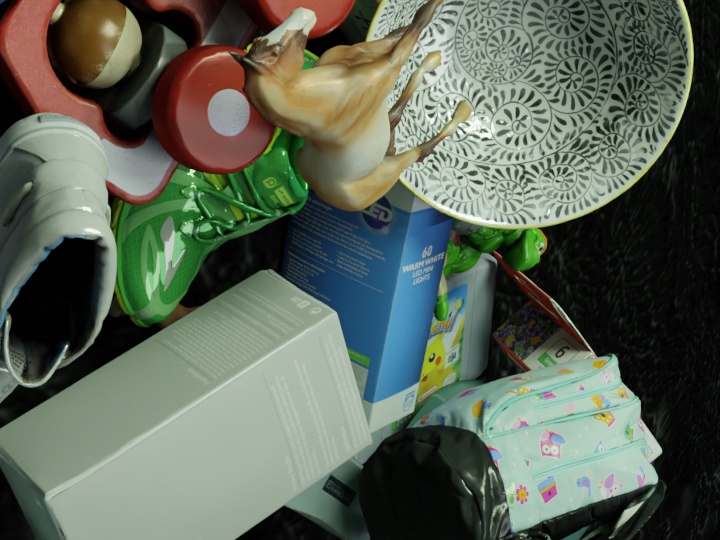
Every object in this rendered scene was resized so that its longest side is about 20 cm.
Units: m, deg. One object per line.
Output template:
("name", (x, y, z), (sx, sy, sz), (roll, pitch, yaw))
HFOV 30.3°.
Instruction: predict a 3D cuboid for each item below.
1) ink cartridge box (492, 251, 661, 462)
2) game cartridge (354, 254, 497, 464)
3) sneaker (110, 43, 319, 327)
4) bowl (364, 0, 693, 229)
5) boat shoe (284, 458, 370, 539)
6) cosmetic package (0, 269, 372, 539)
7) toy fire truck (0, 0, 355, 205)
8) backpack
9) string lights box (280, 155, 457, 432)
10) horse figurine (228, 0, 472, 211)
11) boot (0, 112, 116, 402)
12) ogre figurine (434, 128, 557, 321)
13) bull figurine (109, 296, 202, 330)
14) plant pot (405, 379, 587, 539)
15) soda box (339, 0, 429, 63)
("ink cartridge box", (0.166, 0.082, 1.117), (0.050, 0.109, 0.200), (-41, 121, -1))
("game cartridge", (0.045, 0.065, 1.101), (0.200, 0.040, 0.134), (-32, 132, -40))
("sneaker", (-0.080, -0.053, 0.795), (0.200, 0.083, 0.074), (-57, 145, -12))
("bowl", (0.097, -0.135, 0.833), (0.094, 0.200, 0.201), (-96, -168, -62))
("boat shoe", (-0.054, 0.138, 0.976), (0.071, 0.091, 0.200), (-54, 132, -15))
("cosmetic package", (-0.100, 0.099, 0.772), (0.200, 0.090, 0.107), (-29, 125, -24))
("toy fire truck", (-0.112, -0.147, 0.686), (0.168, 0.112, 0.200), (35, 81, -33))
("backpack", (0.116, 0.137, 0.936), (0.200, 0.167, 0.127), (-13, 90, -31))
("string lights box", (0.000, 0.000, 0.928), (0.059, 0.103, 0.200), (-19, 127, -49))
("horse figurine", (0.004, -0.084, 0.698), (0.133, 0.050, 0.200), (-42, 162, -16))
("boot", (-0.176, 0.025, 0.655), (0.073, 0.096, 0.200), (10, 127, -27))
("ogre figurine", (0.086, -0.038, 0.976), (0.120, 0.098, 0.200), (-30, 149, -57))
("bull figurine", (-0.131, 0.108, 0.851), (0.121, 0.065, 0.200), (22, 88, -51))
("plant pot", (0.102, 0.180, 1.132), (0.141, 0.141, 0.200), (-54, 151, 5))
("soda box", (0.029, -0.174, 0.886), (0.068, 0.063, 0.200), (-57, 148, -10))
